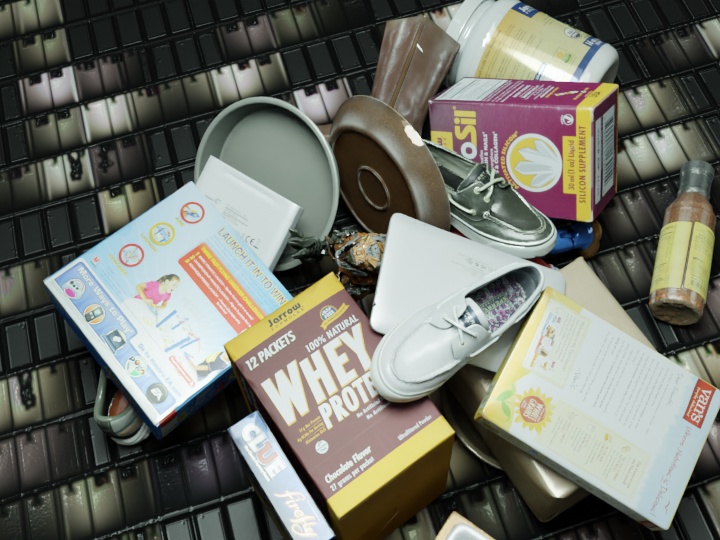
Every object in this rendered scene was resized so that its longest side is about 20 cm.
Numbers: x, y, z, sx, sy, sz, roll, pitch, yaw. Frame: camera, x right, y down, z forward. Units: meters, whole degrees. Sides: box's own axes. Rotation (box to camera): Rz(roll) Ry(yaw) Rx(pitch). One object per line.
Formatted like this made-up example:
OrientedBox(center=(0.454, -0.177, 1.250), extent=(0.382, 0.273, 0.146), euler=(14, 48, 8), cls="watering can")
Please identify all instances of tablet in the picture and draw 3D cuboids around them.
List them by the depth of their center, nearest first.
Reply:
OrientedBox(center=(0.110, 0.029, 0.912), extent=(0.196, 0.014, 0.132), euler=(19, 62, -11), cls="tablet")

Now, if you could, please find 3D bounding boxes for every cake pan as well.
OrientedBox(center=(-0.107, -0.102, 1.095), extent=(0.197, 0.037, 0.205), euler=(6, 103, 25), cls="cake pan")

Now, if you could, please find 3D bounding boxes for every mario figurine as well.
OrientedBox(center=(0.179, -0.028, 1.102), extent=(0.196, 0.108, 0.123), euler=(-14, 26, -17), cls="mario figurine")

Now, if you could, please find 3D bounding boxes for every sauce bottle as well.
OrientedBox(center=(0.386, -0.036, 1.090), extent=(0.065, 0.066, 0.203), euler=(16, 64, 10), cls="sauce bottle")

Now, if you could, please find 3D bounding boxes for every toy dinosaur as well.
OrientedBox(center=(0.000, 0.000, 1.014), extent=(0.133, 0.200, 0.104), euler=(-14, 63, 12), cls="toy dinosaur")

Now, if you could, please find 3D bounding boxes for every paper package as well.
OrientedBox(center=(0.209, 0.121, 0.963), extent=(0.188, 0.104, 0.201), euler=(-29, 65, -12), cls="paper package")

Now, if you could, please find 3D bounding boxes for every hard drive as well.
OrientedBox(center=(-0.165, -0.012, 1.072), extent=(0.130, 0.027, 0.203), euler=(29, 93, 17), cls="hard drive")

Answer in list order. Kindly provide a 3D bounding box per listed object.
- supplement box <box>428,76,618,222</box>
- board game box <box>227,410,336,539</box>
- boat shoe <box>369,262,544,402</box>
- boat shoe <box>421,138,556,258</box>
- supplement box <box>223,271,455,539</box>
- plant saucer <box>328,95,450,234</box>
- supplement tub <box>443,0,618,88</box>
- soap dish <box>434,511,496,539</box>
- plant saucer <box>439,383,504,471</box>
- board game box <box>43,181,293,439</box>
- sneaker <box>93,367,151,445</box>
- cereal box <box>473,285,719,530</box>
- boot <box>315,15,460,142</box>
OrientedBox(center=(0.188, -0.144, 1.066), extent=(0.197, 0.133, 0.103), euler=(8, 28, 31), cls="supplement box")
OrientedBox(center=(-0.067, 0.231, 0.893), extent=(0.034, 0.201, 0.136), euler=(-31, 66, -14), cls="board game box")
OrientedBox(center=(0.095, 0.051, 0.848), extent=(0.198, 0.069, 0.073), euler=(-24, 76, -29), cls="boat shoe")
OrientedBox(center=(0.127, -0.081, 1.017), extent=(0.198, 0.064, 0.071), euler=(29, 57, 20), cls="boat shoe")
OrientedBox(center=(-0.020, 0.153, 0.932), extent=(0.132, 0.198, 0.201), euler=(-32, 65, -14), cls="supplement box")
OrientedBox(center=(0.024, -0.100, 1.058), extent=(0.032, 0.202, 0.200), euler=(-34, 66, -26), cls="plant saucer")
OrientedBox(center=(0.206, -0.250, 1.160), extent=(0.198, 0.145, 0.145), euler=(31, 68, 16), cls="supplement tub")
OrientedBox(center=(0.100, 0.363, 0.886), extent=(0.156, 0.082, 0.201), euler=(31, 68, 17), cls="soap dish")
OrientedBox(center=(0.185, 0.132, 1.031), extent=(0.195, 0.030, 0.204), euler=(-1, 62, 1), cls="plant saucer")
OrientedBox(center=(-0.197, 0.038, 0.986), extent=(0.195, 0.056, 0.200), euler=(-37, 74, -22), cls="board game box")
OrientedBox(center=(-0.243, 0.088, 1.023), extent=(0.072, 0.079, 0.204), euler=(6, 73, 13), cls="sneaker")
OrientedBox(center=(0.225, 0.128, 0.868), extent=(0.198, 0.040, 0.145), euler=(32, 73, 3), cls="cereal box")
OrientedBox(center=(0.011, -0.228, 1.139), extent=(0.183, 0.064, 0.203), euler=(19, 108, 1), cls="boot")
